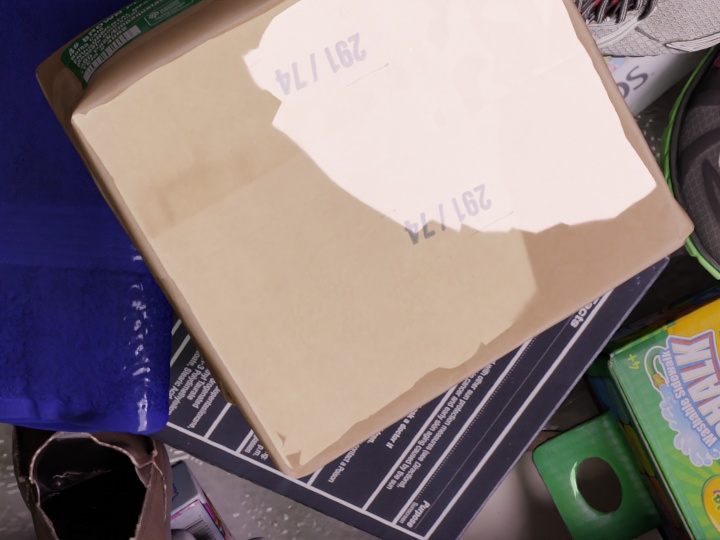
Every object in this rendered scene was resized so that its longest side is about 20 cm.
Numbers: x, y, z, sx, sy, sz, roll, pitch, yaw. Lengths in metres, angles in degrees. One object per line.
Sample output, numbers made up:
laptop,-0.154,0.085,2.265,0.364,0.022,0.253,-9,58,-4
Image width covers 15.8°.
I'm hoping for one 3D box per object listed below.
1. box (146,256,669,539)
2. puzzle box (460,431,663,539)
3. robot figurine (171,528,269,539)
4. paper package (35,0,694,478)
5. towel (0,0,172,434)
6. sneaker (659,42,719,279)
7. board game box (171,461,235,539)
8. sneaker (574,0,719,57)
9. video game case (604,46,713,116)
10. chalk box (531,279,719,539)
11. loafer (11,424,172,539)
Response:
box,0.000,0.000,1.211,0.198,0.123,0.200,27,114,-20
puzzle box,0.095,0.179,1.396,0.133,0.025,0.201,2,114,-17
robot figurine,-0.122,0.196,1.243,0.200,0.113,0.170,-20,152,-6
paper package,0.001,-0.049,1.052,0.200,0.103,0.191,-31,109,-5
towel,-0.137,-0.030,1.147,0.050,0.147,0.201,-3,95,-56
sneaker,0.202,-0.087,1.231,0.077,0.084,0.200,23,76,-21
board game box,-0.125,0.228,1.345,0.199,0.041,0.200,-30,118,-2
sneaker,0.091,-0.129,1.193,0.199,0.082,0.078,5,113,-19
video game case,0.058,-0.129,1.243,0.182,0.022,0.200,-39,118,4
chalk box,0.187,0.072,1.295,0.200,0.124,0.125,-28,90,-3
loafer,-0.120,0.092,1.192,0.073,0.200,0.071,-14,128,-10
